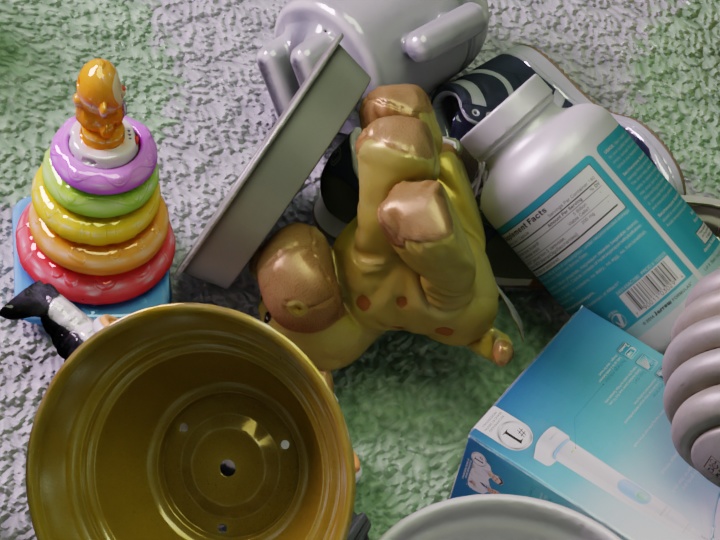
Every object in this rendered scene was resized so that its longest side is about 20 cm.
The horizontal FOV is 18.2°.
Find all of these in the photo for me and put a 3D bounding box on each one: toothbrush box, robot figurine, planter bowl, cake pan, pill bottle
[{"bbox_3d":[0.180,0.138,1.439,0.200,0.085,0.146,30,50,17],"label":"toothbrush box"},{"bbox_3d":[0.016,-0.176,1.666,0.200,0.113,0.169,-35,29,-32],"label":"robot figurine"},{"bbox_3d":[-0.089,0.119,1.323,0.200,0.201,0.083,27,6,14],"label":"planter bowl"},{"bbox_3d":[-0.056,-0.068,1.514,0.037,0.200,0.200,35,50,-4],"label":"cake pan"},{"bbox_3d":[0.157,-0.035,1.518,0.200,0.111,0.111,50,55,-1],"label":"pill bottle"}]

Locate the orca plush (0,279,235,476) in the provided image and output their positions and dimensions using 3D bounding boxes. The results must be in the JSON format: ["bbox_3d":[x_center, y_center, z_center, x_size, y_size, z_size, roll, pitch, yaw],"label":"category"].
[{"bbox_3d":[-0.154,0.093,1.429,0.200,0.105,0.071,39,90,-1],"label":"orca plush"}]

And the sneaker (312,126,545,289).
[{"bbox_3d":[0.069,-0.049,1.579,0.200,0.090,0.067,12,46,0],"label":"sneaker"}]

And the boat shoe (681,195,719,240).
[{"bbox_3d":[0.273,0.002,1.583,0.201,0.072,0.061,14,44,-1],"label":"boat shoe"}]

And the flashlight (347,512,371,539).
[{"bbox_3d":[-0.064,0.211,1.346,0.068,0.068,0.200,18,49,18],"label":"flashlight"}]

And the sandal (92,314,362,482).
[{"bbox_3d":[-0.069,0.069,1.407,0.206,0.059,0.079,32,10,-26],"label":"sandal"}]

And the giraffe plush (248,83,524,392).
[{"bbox_3d":[0.000,0.000,1.483,0.162,0.200,0.173,-20,30,11],"label":"giraffe plush"}]

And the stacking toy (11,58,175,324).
[{"bbox_3d":[-0.172,-0.064,1.476,0.109,0.200,0.116,0,48,-10],"label":"stacking toy"}]

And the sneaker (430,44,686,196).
[{"bbox_3d":[0.136,-0.085,1.636,0.108,0.070,0.200,-23,50,-33],"label":"sneaker"}]

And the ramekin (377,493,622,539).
[{"bbox_3d":[0.082,0.241,1.320,0.200,0.105,0.201,5,49,-6],"label":"ramekin"}]

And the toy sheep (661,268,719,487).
[{"bbox_3d":[0.249,0.071,1.374,0.137,0.138,0.200,12,52,0],"label":"toy sheep"}]
